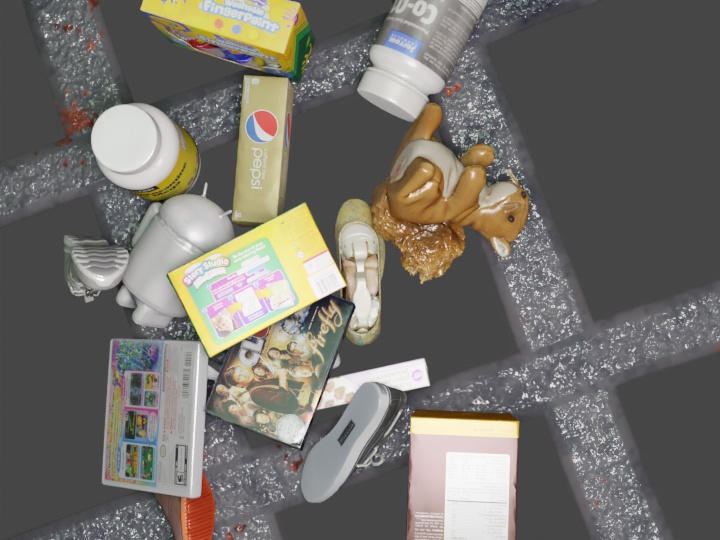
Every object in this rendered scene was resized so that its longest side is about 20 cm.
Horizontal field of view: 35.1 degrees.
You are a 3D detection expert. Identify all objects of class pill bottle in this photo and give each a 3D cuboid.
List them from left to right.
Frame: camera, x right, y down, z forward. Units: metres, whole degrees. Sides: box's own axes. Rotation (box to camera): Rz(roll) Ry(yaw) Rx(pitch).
[{"bbox_3d":[-0.284,-0.156,1.500,0.111,0.200,0.113,0,86,5],"label":"pill bottle"},{"bbox_3d":[0.081,-0.309,1.526,0.113,0.114,0.201,27,88,6],"label":"pill bottle"}]

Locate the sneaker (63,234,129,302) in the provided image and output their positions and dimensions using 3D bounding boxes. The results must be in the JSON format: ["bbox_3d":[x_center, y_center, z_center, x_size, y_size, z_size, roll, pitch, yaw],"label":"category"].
[{"bbox_3d":[-0.353,0.005,1.513,0.074,0.200,0.083,1,100,-20],"label":"sneaker"}]

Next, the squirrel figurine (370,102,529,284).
[{"bbox_3d":[0.120,-0.082,1.509,0.186,0.142,0.200,27,125,-17],"label":"squirrel figurine"}]

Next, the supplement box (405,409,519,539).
[{"bbox_3d":[0.127,0.283,1.439,0.132,0.197,0.202,2,86,5],"label":"supplement box"}]

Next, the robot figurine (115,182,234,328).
[{"bbox_3d":[-0.244,-0.019,1.521,0.170,0.113,0.200,42,104,25],"label":"robot figurine"}]

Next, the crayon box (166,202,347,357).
[{"bbox_3d":[-0.130,0.012,1.439,0.199,0.058,0.119,-27,91,-5],"label":"crayon box"}]

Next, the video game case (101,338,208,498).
[{"bbox_3d":[-0.275,0.193,1.516,0.181,0.024,0.202,-1,84,39],"label":"video game case"}]

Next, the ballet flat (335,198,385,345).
[{"bbox_3d":[0.000,0.000,1.535,0.070,0.071,0.202,-2,86,4],"label":"ballet flat"}]

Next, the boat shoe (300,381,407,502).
[{"bbox_3d":[-0.007,0.232,1.516,0.200,0.068,0.074,-60,41,16],"label":"boat shoe"}]

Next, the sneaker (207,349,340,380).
[{"bbox_3d":[-0.128,0.089,1.533,0.198,0.075,0.115,-3,85,4],"label":"sneaker"}]

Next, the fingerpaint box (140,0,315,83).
[{"bbox_3d":[-0.173,-0.327,1.520,0.199,0.167,0.074,18,87,5],"label":"fingerpaint box"}]

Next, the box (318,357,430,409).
[{"bbox_3d":[-0.005,0.158,1.537,0.198,0.041,0.039,-13,85,4],"label":"box"}]

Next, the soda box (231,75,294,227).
[{"bbox_3d":[-0.133,-0.160,1.554,0.063,0.068,0.202,4,86,4],"label":"soda box"}]

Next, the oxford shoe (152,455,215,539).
[{"bbox_3d":[-0.247,0.302,1.541,0.072,0.071,0.202,-11,81,24],"label":"oxford shoe"}]

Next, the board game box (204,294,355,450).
[{"bbox_3d":[-0.103,0.115,1.475,0.135,0.035,0.201,19,79,6],"label":"board game box"}]
